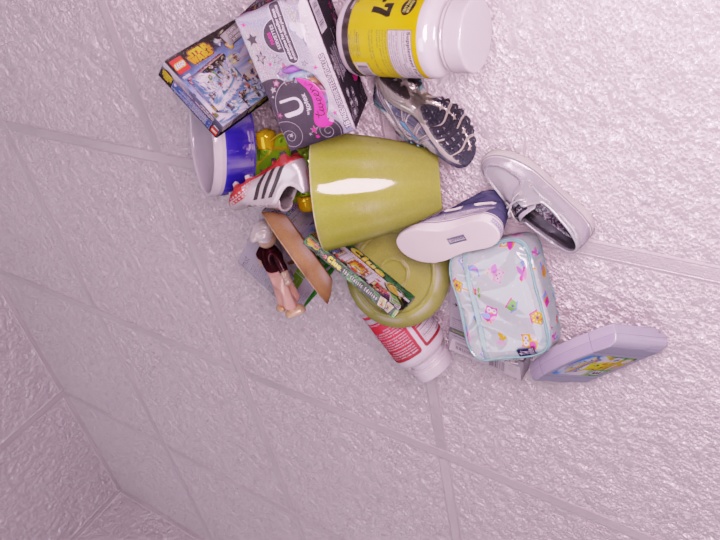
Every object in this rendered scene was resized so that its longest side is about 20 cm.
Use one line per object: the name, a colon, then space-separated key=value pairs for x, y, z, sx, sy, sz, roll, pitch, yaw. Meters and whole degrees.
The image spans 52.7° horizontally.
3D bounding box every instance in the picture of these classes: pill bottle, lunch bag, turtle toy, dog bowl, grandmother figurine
pill bottle: x=0.088 y=0.111 z=1.397 sx=0.201 sy=0.112 sz=0.112 roll=53 pitch=142 yaw=-10
lunch bag: x=0.230 y=0.049 z=1.177 sx=0.158 sy=0.077 sz=0.205 roll=-11 pitch=95 yaw=33
turtle toy: x=-0.131 y=-0.192 z=1.322 sx=0.197 sy=0.101 sz=0.149 roll=9 pitch=117 yaw=35
dog bowl: x=-0.256 y=-0.241 z=1.337 sx=0.199 sy=0.077 sz=0.205 roll=171 pitch=90 yaw=-67
grandmother figurine: x=-0.166 y=-0.009 z=1.414 sx=0.120 sy=0.060 sz=0.203 roll=18 pitch=134 yaw=42
pill bottle: x=0.073 y=-0.325 z=1.003 sx=0.197 sy=0.114 sz=0.116 roll=12 pitch=133 yaw=34

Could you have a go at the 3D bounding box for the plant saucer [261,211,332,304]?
plant saucer: x=-0.104 y=-0.032 z=1.296 sx=0.202 sy=0.035 sz=0.200 roll=54 pitch=179 yaw=1

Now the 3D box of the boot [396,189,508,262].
boot: x=0.154 y=-0.073 z=1.174 sx=0.197 sy=0.091 sz=0.073 roll=-7 pitch=126 yaw=40

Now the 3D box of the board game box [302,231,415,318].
board game box: x=0.000 y=0.000 z=1.244 sx=0.199 sy=0.105 sz=0.024 roll=40 pitch=108 yaw=9

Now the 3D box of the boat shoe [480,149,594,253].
boat shoe: x=0.255 y=-0.102 z=1.077 sx=0.200 sy=0.072 sz=0.070 roll=38 pitch=142 yaw=8

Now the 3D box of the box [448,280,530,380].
box: x=0.234 y=0.089 z=1.301 sx=0.154 sy=0.041 sz=0.203 roll=21 pitch=137 yaw=27

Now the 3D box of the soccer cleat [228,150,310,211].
soccer cleat: x=-0.159 y=-0.133 z=1.257 sx=0.198 sy=0.068 sz=0.087 roll=-27 pitch=84 yaw=38

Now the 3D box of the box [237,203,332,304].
box: x=-0.142 y=-0.032 z=1.490 sx=0.176 sy=0.097 sz=0.201 roll=42 pitch=143 yaw=4

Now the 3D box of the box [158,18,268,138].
box: x=-0.215 y=-0.324 z=1.200 sx=0.137 sy=0.200 sz=0.040 roll=47 pitch=142 yaw=-5

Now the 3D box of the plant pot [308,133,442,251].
plant pot: x=0.031 y=-0.136 z=1.166 sx=0.195 sy=0.189 sz=0.190 roll=-5 pitch=128 yaw=7

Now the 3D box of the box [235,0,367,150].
box: x=-0.082 y=-0.302 z=1.059 sx=0.112 sy=0.133 sz=0.203 roll=-14 pitch=118 yaw=18

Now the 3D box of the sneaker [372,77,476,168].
sneaker: x=0.097 y=-0.229 z=1.118 sx=0.200 sy=0.077 sz=0.087 roll=48 pitch=153 yaw=9

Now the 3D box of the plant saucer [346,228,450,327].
plant saucer: x=0.062 y=0.004 z=1.296 sx=0.195 sy=0.031 sz=0.205 roll=2 pitch=98 yaw=17

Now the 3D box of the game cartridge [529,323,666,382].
game cartridge: x=0.369 y=0.137 z=1.161 sx=0.131 sy=0.041 sz=0.200 roll=10 pitch=151 yaw=-25
